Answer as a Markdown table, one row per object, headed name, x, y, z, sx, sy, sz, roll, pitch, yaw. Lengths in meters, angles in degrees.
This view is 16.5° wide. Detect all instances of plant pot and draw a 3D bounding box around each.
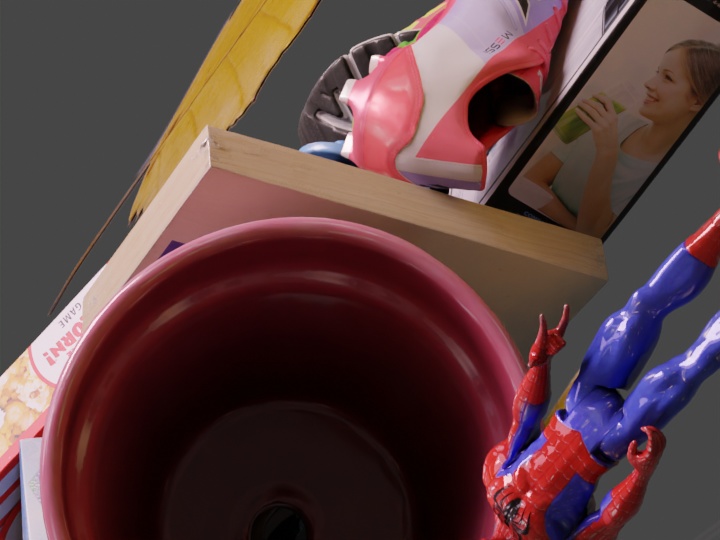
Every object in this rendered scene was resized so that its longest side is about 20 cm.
| name | x | y | z | sx | sy | sz | roll | pitch | yaw |
| --- | --- | --- | --- | --- | --- | --- | --- | --- | --- |
| plant pot | -0.029 | 0.095 | 1.037 | 0.201 | 0.199 | 0.179 | -63 | -4 | -14 |

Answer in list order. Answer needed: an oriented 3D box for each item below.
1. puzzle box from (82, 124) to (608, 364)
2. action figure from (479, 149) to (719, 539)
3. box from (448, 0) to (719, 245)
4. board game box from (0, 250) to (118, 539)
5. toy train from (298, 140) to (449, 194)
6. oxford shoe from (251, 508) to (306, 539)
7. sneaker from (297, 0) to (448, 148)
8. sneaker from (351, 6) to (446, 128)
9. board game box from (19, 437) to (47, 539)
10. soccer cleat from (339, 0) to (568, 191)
| name | x | y | z | sx | sy | sz | roll | pitch | yaw |
| --- | --- | --- | --- | --- | --- | --- | --- | --- | --- |
| puzzle box | -0.008 | 0.008 | 1.099 | 0.133 | 0.199 | 0.026 | -49 | 35 | 42 |
| action figure | 0.091 | 0.047 | 0.896 | 0.052 | 0.065 | 0.200 | -7 | -43 | -54 |
| box | 0.117 | -0.089 | 1.143 | 0.200 | 0.060 | 0.117 | -54 | 13 | 30 |
| board game box | -0.124 | 0.092 | 1.206 | 0.200 | 0.151 | 0.046 | -47 | 51 | 3 |
| toy train | 0.000 | 0.000 | 1.275 | 0.200 | 0.114 | 0.087 | 134 | 152 | -65 |
| oxford shoe | -0.055 | 0.171 | 1.217 | 0.201 | 0.073 | 0.084 | -62 | 13 | -10 |
| sneaker | 0.057 | -0.115 | 1.388 | 0.199 | 0.078 | 0.090 | -30 | 5 | 6 |
| sneaker | 0.086 | -0.116 | 1.307 | 0.200 | 0.084 | 0.077 | -38 | 40 | 16 |
| board game box | -0.125 | 0.214 | 1.118 | 0.199 | 0.043 | 0.201 | -104 | 13 | -51 |
| soccer cleat | 0.063 | -0.102 | 1.129 | 0.200 | 0.076 | 0.067 | -50 | -29 | -41 |
